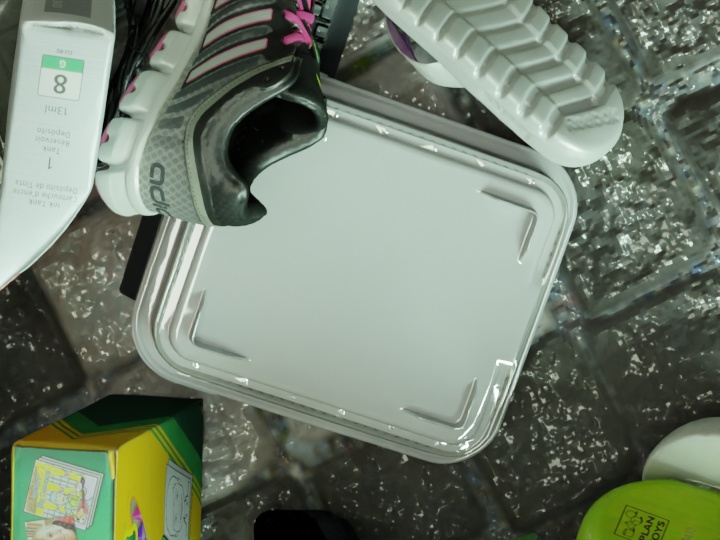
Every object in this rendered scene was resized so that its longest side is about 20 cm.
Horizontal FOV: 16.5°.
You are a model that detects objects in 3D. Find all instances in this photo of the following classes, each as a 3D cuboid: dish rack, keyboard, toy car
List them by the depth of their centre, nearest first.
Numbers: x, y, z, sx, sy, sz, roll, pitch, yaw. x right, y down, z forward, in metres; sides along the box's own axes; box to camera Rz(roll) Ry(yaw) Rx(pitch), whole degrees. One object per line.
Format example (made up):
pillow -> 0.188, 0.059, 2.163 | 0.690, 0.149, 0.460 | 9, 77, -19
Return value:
toy car -> 0.189, 0.184, 1.205 | 0.200, 0.175, 0.150 | 25, 134, 6
dish rack -> 0.000, 0.000, 1.235 | 0.199, 0.044, 0.172 | 18, 97, -10
keyboard -> -0.077, -0.078, 1.244 | 0.127, 0.021, 0.201 | 14, 98, -29

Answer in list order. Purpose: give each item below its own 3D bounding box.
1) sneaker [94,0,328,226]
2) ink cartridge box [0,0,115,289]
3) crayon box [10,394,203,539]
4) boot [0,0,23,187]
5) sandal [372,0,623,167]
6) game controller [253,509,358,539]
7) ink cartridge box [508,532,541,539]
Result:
sneaker -> -0.043, -0.103, 1.170 | 0.087, 0.074, 0.200 | 23, 75, 22
ink cartridge box -> -0.151, -0.040, 1.186 | 0.050, 0.161, 0.201 | 6, 108, -8
crayon box -> -0.124, 0.172, 1.228 | 0.058, 0.173, 0.201 | 2, 95, 9
boot -> -0.162, -0.117, 1.275 | 0.200, 0.068, 0.131 | -39, 99, 11
sandal -> 0.045, -0.124, 1.236 | 0.203, 0.082, 0.050 | 50, 143, 9
game controller -> -0.008, 0.216, 1.253 | 0.042, 0.104, 0.201 | -17, 92, -30
ink cartridge box -> 0.066, 0.221, 1.188 | 0.084, 0.200, 0.147 | -17, 91, 8
